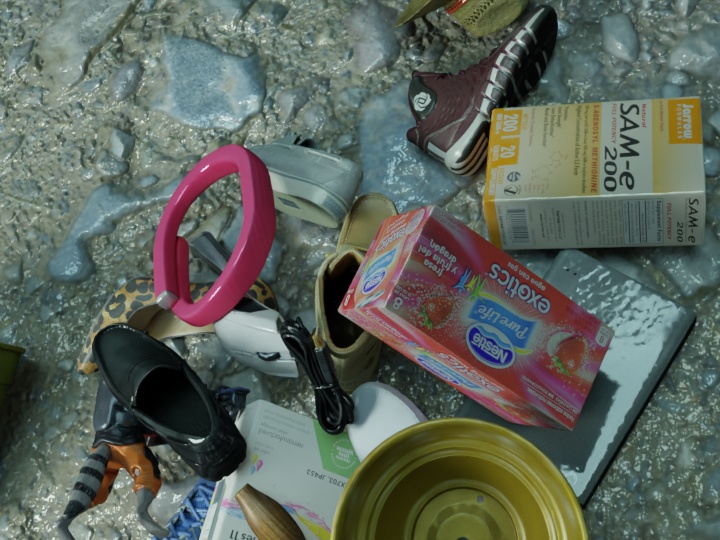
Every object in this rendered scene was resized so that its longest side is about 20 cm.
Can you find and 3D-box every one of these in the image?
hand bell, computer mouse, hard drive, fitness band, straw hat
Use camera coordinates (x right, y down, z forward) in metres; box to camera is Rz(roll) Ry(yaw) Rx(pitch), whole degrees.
[{"bbox_3d":[-0.030,0.253,0.881,0.104,0.104,0.200,-42,89,-5],"label":"hand bell"},{"bbox_3d":[-0.085,0.070,0.964,0.044,0.111,0.199,-37,33,-22],"label":"computer mouse"},{"bbox_3d":[0.193,0.093,0.969,0.138,0.033,0.201,29,78,25],"label":"hard drive"},{"bbox_3d":[-0.141,-0.038,1.025,0.143,0.037,0.202,-41,37,22],"label":"fitness band"},{"bbox_3d":[0.135,-0.298,1.123,0.085,0.201,0.201,44,82,-13],"label":"straw hat"}]

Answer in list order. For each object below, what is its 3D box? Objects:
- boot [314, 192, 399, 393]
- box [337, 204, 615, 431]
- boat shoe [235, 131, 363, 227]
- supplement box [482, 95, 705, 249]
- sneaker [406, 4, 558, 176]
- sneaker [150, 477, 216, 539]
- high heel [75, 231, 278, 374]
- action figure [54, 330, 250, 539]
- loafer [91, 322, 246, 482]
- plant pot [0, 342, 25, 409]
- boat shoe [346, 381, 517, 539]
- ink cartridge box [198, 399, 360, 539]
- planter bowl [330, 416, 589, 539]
[{"bbox_3d":[0.000,0.000,0.992,0.072,0.156,0.203,12,72,6],"label":"boot"},{"bbox_3d":[0.095,0.042,0.886,0.199,0.102,0.096,33,74,-18],"label":"box"},{"bbox_3d":[-0.065,-0.100,1.086,0.200,0.070,0.072,24,73,49],"label":"boat shoe"},{"bbox_3d":[0.219,-0.091,1.003,0.196,0.074,0.127,-2,50,16],"label":"supplement box"},{"bbox_3d":[0.113,-0.203,1.101,0.115,0.076,0.201,28,78,28],"label":"sneaker"},{"bbox_3d":[-0.147,0.248,0.972,0.075,0.077,0.203,8,67,32],"label":"sneaker"},{"bbox_3d":[-0.182,0.064,1.070,0.200,0.072,0.142,-43,60,-12],"label":"high heel"},{"bbox_3d":[-0.201,0.144,0.982,0.198,0.104,0.196,-23,50,36],"label":"action figure"},{"bbox_3d":[-0.171,0.101,0.925,0.068,0.071,0.200,-40,54,-18],"label":"loafer"},{"bbox_3d":[-0.453,0.154,1.059,0.197,0.200,0.196,7,81,19],"label":"plant pot"},{"bbox_3d":[0.073,0.175,0.943,0.202,0.086,0.075,43,107,14],"label":"boat shoe"},{"bbox_3d":[-0.076,0.230,0.938,0.116,0.067,0.203,22,71,-17],"label":"ink cartridge box"},{"bbox_3d":[0.079,0.219,0.844,0.197,0.083,0.204,-1,81,9],"label":"planter bowl"}]
